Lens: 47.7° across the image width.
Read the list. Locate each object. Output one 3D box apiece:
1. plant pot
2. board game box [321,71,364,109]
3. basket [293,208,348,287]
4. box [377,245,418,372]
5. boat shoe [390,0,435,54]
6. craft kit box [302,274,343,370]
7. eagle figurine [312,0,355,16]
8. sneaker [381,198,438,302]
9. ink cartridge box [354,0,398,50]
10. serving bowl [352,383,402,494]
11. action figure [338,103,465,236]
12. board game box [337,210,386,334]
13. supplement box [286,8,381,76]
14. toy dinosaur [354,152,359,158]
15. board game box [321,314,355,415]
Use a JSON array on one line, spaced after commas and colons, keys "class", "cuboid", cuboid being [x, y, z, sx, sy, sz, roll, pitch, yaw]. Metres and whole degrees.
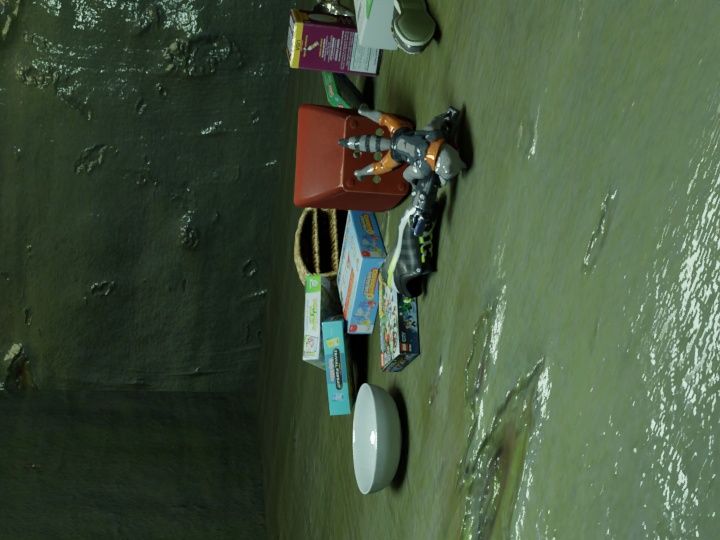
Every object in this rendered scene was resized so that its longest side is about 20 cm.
[{"class": "plant pot", "cuboid": [0.000, -0.215, 1.544, 0.176, 0.199, 0.201, -169, 81, -67]}, {"class": "board game box", "cuboid": [-0.033, -0.400, 1.875, 0.029, 0.135, 0.201, -34, 36, 17]}, {"class": "basket", "cuboid": [-0.087, -0.068, 1.988, 0.149, 0.142, 0.201, 121, 149, -67]}, {"class": "box", "cuboid": [0.066, 0.073, 1.489, 0.137, 0.037, 0.201, 122, 148, -66]}, {"class": "boat shoe", "cuboid": [0.090, -0.421, 1.427, 0.202, 0.071, 0.061, -91, 7, -50]}, {"class": "craft kit box", "cuboid": [-0.080, 0.131, 1.922, 0.200, 0.048, 0.199, 40, -130, -66]}, {"class": "eagle figurine", "cuboid": [-0.063, -0.628, 2.050, 0.151, 0.151, 0.201, 32, 116, 53]}, {"class": "sneaker", "cuboid": [0.101, -0.034, 1.342, 0.083, 0.071, 0.201, 43, 135, 29]}, {"class": "ink cartridge box", "cuboid": [0.042, -0.568, 1.634, 0.145, 0.083, 0.201, 109, 159, -53]}, {"class": "serving bowl", "cuboid": [0.036, 0.311, 1.511, 0.200, 0.065, 0.201, -177, 90, -77]}, {"class": "action figure", "cuboid": [0.067, -0.158, 1.233, 0.193, 0.104, 0.201, 13, 95, 37]}, {"class": "board game box", "cuboid": [0.000, 0.000, 1.773, 0.196, 0.056, 0.201, -104, 21, -53]}, {"class": "supplement box", "cuboid": [-0.060, -0.510, 1.822, 0.131, 0.199, 0.104, -108, 25, -59]}, {"class": "toy dinosaur", "cuboid": [-0.036, -0.244, 1.965, 0.086, 0.135, 0.200, 54, 139, -1]}, {"class": "board game box", "cuboid": [-0.046, 0.206, 1.811, 0.151, 0.047, 0.201, -34, -61, -85]}]
